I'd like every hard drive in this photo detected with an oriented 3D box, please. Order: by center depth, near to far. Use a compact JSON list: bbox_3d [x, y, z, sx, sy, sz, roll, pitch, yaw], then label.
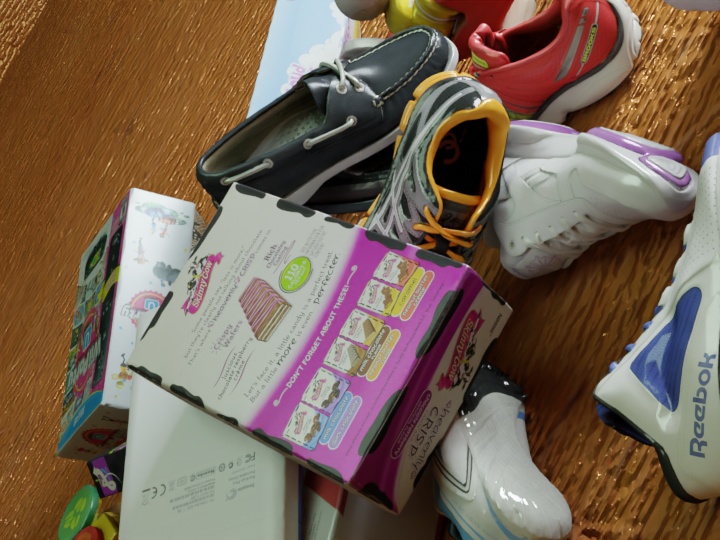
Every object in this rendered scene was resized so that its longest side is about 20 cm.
[{"bbox_3d":[-0.095,0.099,0.877,0.132,0.025,0.201,-21,51,27],"label":"hard drive"}]

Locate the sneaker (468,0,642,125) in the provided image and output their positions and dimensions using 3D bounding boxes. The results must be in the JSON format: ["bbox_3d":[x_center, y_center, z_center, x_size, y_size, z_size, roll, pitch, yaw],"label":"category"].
[{"bbox_3d":[0.100,-0.131,0.950,0.200,0.085,0.077,-41,31,34],"label":"sneaker"}]

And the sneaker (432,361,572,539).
[{"bbox_3d":[0.066,0.108,0.791,0.073,0.072,0.200,-58,22,22],"label":"sneaker"}]

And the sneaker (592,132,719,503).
[{"bbox_3d":[0.167,0.029,0.675,0.115,0.080,0.200,-31,40,41],"label":"sneaker"}]

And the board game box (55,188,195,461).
[{"bbox_3d":[-0.206,0.052,1.196,0.148,0.064,0.201,-42,41,54],"label":"board game box"}]

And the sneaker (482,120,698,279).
[{"bbox_3d":[0.135,-0.036,0.829,0.200,0.075,0.100,21,95,68],"label":"sneaker"}]

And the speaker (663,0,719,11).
[{"bbox_3d":[0.242,-0.182,0.753,0.081,0.081,0.200,-62,26,-3],"label":"speaker"}]

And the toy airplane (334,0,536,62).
[{"bbox_3d":[0.035,-0.195,1.063,0.199,0.141,0.200,-56,30,24],"label":"toy airplane"}]

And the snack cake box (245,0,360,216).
[{"bbox_3d":[-0.046,-0.154,1.190,0.115,0.067,0.201,87,-170,-55],"label":"snack cake box"}]

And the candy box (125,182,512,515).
[{"bbox_3d":[-0.029,0.040,0.806,0.200,0.061,0.137,22,77,40],"label":"candy box"}]

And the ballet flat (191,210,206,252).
[{"bbox_3d":[-0.164,0.040,1.290,0.075,0.068,0.201,6,74,39],"label":"ballet flat"}]

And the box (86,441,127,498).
[{"bbox_3d":[-0.099,0.112,1.022,0.143,0.036,0.200,-23,-1,-41],"label":"box"}]

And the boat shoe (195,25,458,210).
[{"bbox_3d":[-0.023,-0.107,0.940,0.200,0.060,0.076,-41,40,-2],"label":"boat shoe"}]

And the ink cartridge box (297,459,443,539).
[{"bbox_3d":[-0.042,0.185,0.887,0.200,0.083,0.147,-27,41,48],"label":"ink cartridge box"}]

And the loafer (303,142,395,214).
[{"bbox_3d":[-0.024,-0.078,0.998,0.072,0.063,0.200,-26,17,-37],"label":"loafer"}]

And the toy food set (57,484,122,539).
[{"bbox_3d":[-0.223,0.271,1.073,0.201,0.049,0.198,-61,27,-2],"label":"toy food set"}]

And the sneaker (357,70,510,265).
[{"bbox_3d":[0.043,-0.026,0.854,0.077,0.078,0.201,-152,74,-71],"label":"sneaker"}]
